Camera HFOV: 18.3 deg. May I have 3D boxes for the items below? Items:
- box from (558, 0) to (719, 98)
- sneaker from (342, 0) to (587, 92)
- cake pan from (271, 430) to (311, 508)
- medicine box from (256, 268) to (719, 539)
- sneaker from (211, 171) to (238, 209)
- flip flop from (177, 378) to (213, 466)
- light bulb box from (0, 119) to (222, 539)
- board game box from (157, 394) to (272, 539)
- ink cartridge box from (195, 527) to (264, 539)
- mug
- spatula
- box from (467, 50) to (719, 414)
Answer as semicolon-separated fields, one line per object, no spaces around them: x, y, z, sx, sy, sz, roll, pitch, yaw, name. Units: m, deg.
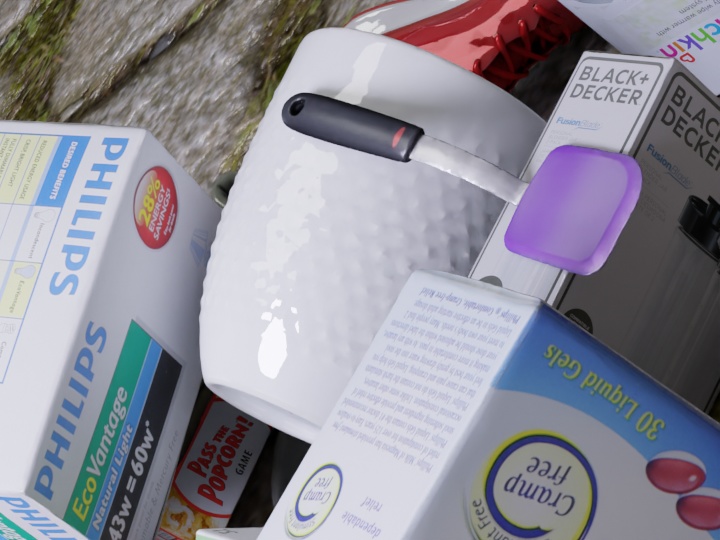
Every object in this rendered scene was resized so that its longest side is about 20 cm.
0.156;-0.218;1.115;0.097;0.176;0.201;-26;39;44;box
0.080;-0.109;1.242;0.199;0.078;0.116;-22;54;27;sneaker
0.030;0.063;1.168;0.200;0.037;0.201;-41;29;29;cake pan
0.060;0.133;0.863;0.201;0.182;0.103;-60;25;-7;medicine box
-0.015;-0.055;1.332;0.200;0.088;0.074;-26;37;44;sneaker
-0.108;0.057;1.202;0.200;0.057;0.081;-54;19;15;flip flop
-0.190;0.036;1.138;0.199;0.125;0.199;5;66;28;light bulb box
-0.080;0.073;1.302;0.201;0.046;0.151;-65;11;-19;board game box
-0.033;0.146;0.982;0.145;0.199;0.048;5;90;51;ink cartridge box
0.000;0.000;1.112;0.200;0.147;0.176;98;-163;-78;mug
0.039;-0.048;0.981;0.199;0.021;0.057;23;78;35;spatula
0.108;0.017;0.985;0.060;0.117;0.201;11;68;53;box
